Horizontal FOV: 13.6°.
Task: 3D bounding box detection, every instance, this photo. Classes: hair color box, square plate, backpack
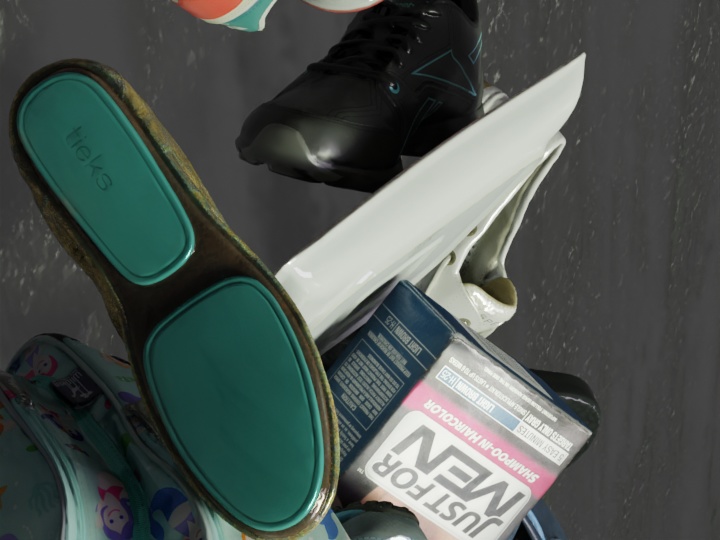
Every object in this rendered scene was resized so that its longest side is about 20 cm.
[{"bbox_3d":[-0.001,0.115,1.334,0.100,0.061,0.200,35,97,-35],"label":"hair color box"},{"bbox_3d":[0.000,0.000,1.324,0.200,0.028,0.198,-36,175,-35],"label":"square plate"},{"bbox_3d":[-0.097,0.134,1.183,0.150,0.200,0.178,8,112,-45],"label":"backpack"}]

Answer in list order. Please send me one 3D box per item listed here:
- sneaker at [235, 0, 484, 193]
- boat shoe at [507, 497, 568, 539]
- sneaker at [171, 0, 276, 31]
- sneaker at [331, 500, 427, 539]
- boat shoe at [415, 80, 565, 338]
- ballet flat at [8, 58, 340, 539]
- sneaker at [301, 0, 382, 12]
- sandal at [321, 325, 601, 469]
[{"bbox_3d":[0.003,-0.085,1.324,0.200,0.075,0.080,-29,132,-66],"label":"sneaker"},{"bbox_3d":[0.055,0.116,1.463,0.084,0.069,0.200,-44,134,14],"label":"boat shoe"},{"bbox_3d":[-0.014,-0.178,1.132,0.200,0.070,0.093,-55,144,-2],"label":"sneaker"},{"bbox_3d":[-0.017,0.195,1.268,0.079,0.095,0.201,22,101,-37],"label":"sneaker"},{"bbox_3d":[0.044,0.008,1.505,0.071,0.069,0.201,-23,138,-62],"label":"boat shoe"},{"bbox_3d":[-0.065,0.010,1.132,0.070,0.201,0.071,-31,174,-4],"label":"ballet flat"},{"bbox_3d":[0.034,-0.205,1.220,0.200,0.078,0.116,-55,159,-18],"label":"sneaker"},{"bbox_3d":[0.026,0.061,1.484,0.200,0.048,0.075,13,124,-34],"label":"sandal"}]
